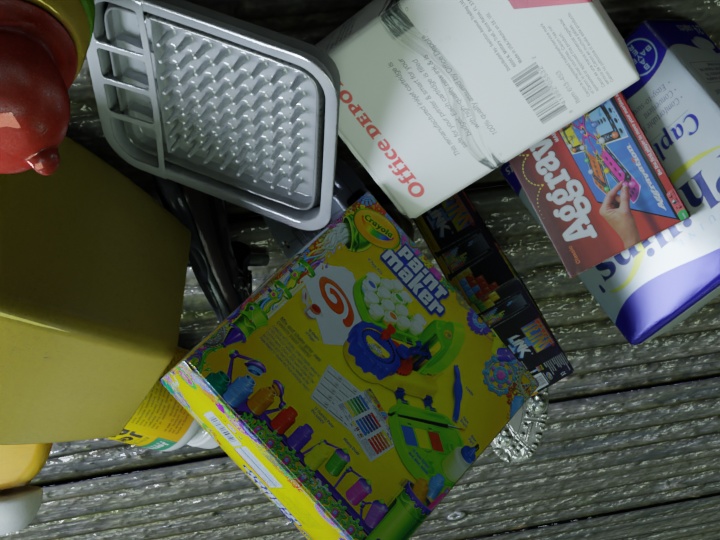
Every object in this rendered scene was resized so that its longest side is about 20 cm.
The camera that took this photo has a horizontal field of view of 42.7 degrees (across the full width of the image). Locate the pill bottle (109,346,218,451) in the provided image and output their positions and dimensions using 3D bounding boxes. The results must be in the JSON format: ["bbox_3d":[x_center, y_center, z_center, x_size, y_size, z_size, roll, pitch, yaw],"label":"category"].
[{"bbox_3d":[-0.229,0.127,0.971,0.113,0.113,0.200,-36,139,28],"label":"pill bottle"}]

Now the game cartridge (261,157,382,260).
[{"bbox_3d":[0.000,0.000,0.827,0.200,0.040,0.133,51,143,-9],"label":"game cartridge"}]

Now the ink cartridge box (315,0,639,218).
[{"bbox_3d":[0.077,-0.154,0.681,0.200,0.084,0.145,-31,113,23],"label":"ink cartridge box"}]

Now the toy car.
[{"bbox_3d":[-0.426,0.188,0.975,0.200,0.175,0.150,-6,180,-11],"label":"toy car"}]

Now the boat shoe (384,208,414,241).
[{"bbox_3d":[0.009,0.007,0.932,0.065,0.072,0.200,-2,145,-31],"label":"boat shoe"}]

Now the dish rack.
[{"bbox_3d":[-0.102,-0.123,0.676,0.200,0.044,0.172,22,143,12],"label":"dish rack"}]

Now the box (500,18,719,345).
[{"bbox_3d":[0.255,-0.074,0.775,0.105,0.200,0.184,-16,155,-49],"label":"box"}]

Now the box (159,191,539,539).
[{"bbox_3d":[-0.010,0.086,0.710,0.193,0.200,0.122,-43,-176,-24],"label":"box"}]

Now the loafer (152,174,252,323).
[{"bbox_3d":[-0.124,-0.017,0.836,0.063,0.072,0.200,-28,132,-12],"label":"loafer"}]

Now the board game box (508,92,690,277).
[{"bbox_3d":[0.167,-0.106,0.735,0.103,0.200,0.019,-30,172,22],"label":"board game box"}]

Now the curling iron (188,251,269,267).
[{"bbox_3d":[-0.184,-0.012,0.878,0.200,0.026,0.050,-3,164,-22],"label":"curling iron"}]

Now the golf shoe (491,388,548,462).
[{"bbox_3d":[0.176,0.114,1.022,0.078,0.200,0.097,-9,159,23],"label":"golf shoe"}]

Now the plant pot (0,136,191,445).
[{"bbox_3d":[-0.245,0.025,0.731,0.176,0.200,0.200,21,133,-24],"label":"plant pot"}]

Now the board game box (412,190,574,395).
[{"bbox_3d":[0.121,0.008,0.881,0.057,0.165,0.200,-31,142,9],"label":"board game box"}]

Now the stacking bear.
[{"bbox_3d":[-0.214,-0.139,0.545,0.114,0.200,0.121,-26,142,13],"label":"stacking bear"}]
